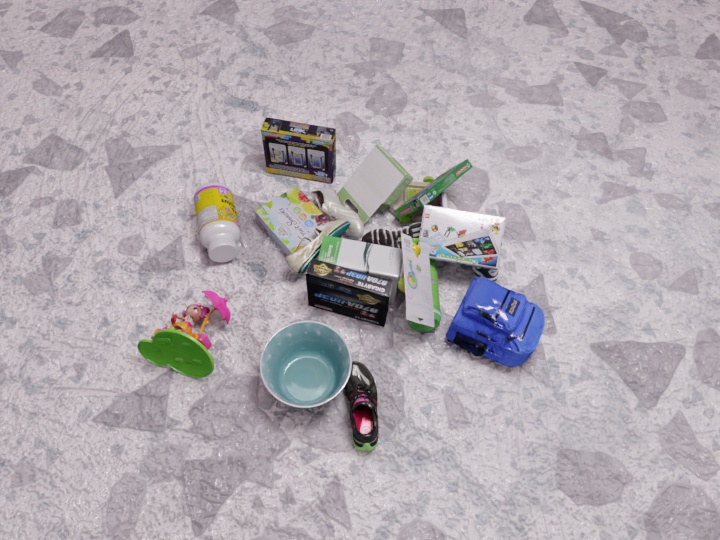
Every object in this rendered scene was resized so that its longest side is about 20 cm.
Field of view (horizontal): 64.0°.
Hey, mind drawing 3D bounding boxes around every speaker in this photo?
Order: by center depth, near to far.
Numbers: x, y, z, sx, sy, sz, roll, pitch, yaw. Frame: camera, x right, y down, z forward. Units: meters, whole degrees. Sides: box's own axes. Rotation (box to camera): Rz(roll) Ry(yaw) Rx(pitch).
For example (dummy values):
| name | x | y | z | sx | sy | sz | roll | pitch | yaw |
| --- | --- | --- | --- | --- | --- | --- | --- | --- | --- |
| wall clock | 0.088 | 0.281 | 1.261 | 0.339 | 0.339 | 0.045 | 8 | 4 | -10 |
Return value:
| name | x | y | z | sx | sy | sz | roll | pitch | yaw |
| --- | --- | --- | --- | --- | --- | --- | --- | --- | --- |
| speaker | 0.153 | 0.044 | 1.423 | 0.087 | 0.089 | 0.202 | 2 | 57 | -2 |

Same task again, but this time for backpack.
| name | x | y | z | sx | sy | sz | roll | pitch | yaw |
| --- | --- | --- | --- | --- | --- | --- | --- | --- | --- |
| backpack | 0.321 | 0.124 | 1.335 | 0.199 | 0.168 | 0.163 | 28 | 66 | 10 |

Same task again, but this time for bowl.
| name | x | y | z | sx | sy | sz | roll | pitch | yaw |
| --- | --- | --- | --- | --- | --- | --- | --- | --- | --- |
| bowl | -0.119 | 0.225 | 1.276 | 0.199 | 0.105 | 0.202 | 2 | 56 | -3 |

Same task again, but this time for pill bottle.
| name | x | y | z | sx | sy | sz | roll | pitch | yaw |
| --- | --- | --- | --- | --- | --- | --- | --- | --- | --- |
| pill bottle | -0.369 | -0.123 | 1.491 | 0.103 | 0.105 | 0.201 | -12 | 59 | -11 |

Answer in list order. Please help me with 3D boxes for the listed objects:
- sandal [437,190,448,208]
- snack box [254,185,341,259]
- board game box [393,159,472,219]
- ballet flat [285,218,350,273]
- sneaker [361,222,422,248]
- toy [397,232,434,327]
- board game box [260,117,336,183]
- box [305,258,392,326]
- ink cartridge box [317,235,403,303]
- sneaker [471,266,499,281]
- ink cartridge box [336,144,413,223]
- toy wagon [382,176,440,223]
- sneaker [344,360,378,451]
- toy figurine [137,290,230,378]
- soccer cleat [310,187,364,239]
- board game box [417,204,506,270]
| name | x | y | z | sx | sy | sz | roll | pitch | yaw |
| --- | --- | --- | --- | --- | --- | --- | --- | --- | --- |
| sandal | 0.212 | -0.123 | 1.524 | 0.049 | 0.083 | 0.205 | -4 | 69 | 8 |
| snack box | -0.166 | -0.115 | 1.527 | 0.142 | 0.053 | 0.200 | -35 | 67 | -21 |
| board game box | 0.191 | -0.213 | 1.521 | 0.200 | 0.134 | 0.029 | -39 | 97 | -25 |
| ballet flat | -0.108 | -0.077 | 1.441 | 0.062 | 0.068 | 0.200 | 41 | 66 | 8 |
| sneaker | 0.109 | -0.080 | 1.518 | 0.198 | 0.115 | 0.077 | -7 | 92 | 26 |
| toy | 0.119 | 0.025 | 1.328 | 0.047 | 0.115 | 0.202 | -12 | 70 | 38 |
| board game box | -0.167 | -0.331 | 1.602 | 0.198 | 0.166 | 0.057 | 11 | 58 | 4 |
| box | -0.028 | 0.054 | 1.361 | 0.198 | 0.159 | 0.046 | 16 | 60 | 6 |
| ink cartridge box | 0.000 | 0.000 | 1.406 | 0.198 | 0.147 | 0.084 | 10 | 61 | 4 |
| sneaker | 0.302 | -0.074 | 1.482 | 0.079 | 0.130 | 0.200 | -11 | 58 | -13 |
| ink cartridge box | 0.031 | -0.222 | 1.572 | 0.200 | 0.048 | 0.146 | -50 | 57 | 18 |
| toy wagon | 0.136 | -0.197 | 1.608 | 0.198 | 0.040 | 0.156 | 3 | 56 | 0 |
| sneaker | 0.008 | 0.286 | 1.256 | 0.076 | 0.084 | 0.201 | -7 | 58 | -9 |
| toy figurine | -0.386 | 0.128 | 1.335 | 0.198 | 0.151 | 0.185 | -3 | 38 | 24 |
| soccer cleat | -0.064 | -0.151 | 1.544 | 0.077 | 0.070 | 0.200 | -8 | 47 | -40 |
| board game box | 0.243 | -0.080 | 1.401 | 0.198 | 0.035 | 0.128 | 10 | 86 | 7 |
